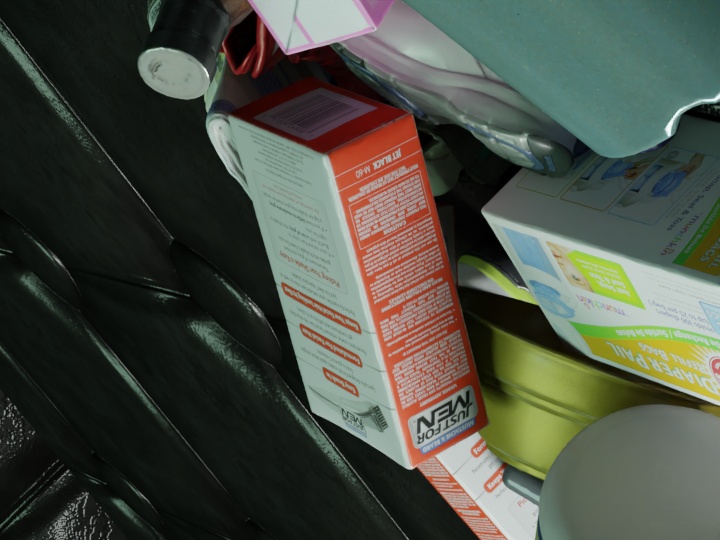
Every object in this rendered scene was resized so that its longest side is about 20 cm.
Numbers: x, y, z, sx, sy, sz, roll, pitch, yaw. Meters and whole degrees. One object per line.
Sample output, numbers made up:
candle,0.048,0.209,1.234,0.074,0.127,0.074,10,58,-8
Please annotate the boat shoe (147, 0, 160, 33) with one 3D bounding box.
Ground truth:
boat shoe,-0.079,-0.139,1.584,0.200,0.071,0.064,52,-164,-44

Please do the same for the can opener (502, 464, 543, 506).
can opener,0.192,0.174,1.583,0.200,0.053,0.066,28,-174,15

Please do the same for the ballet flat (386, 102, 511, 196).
ballet flat,0.039,-0.073,1.437,0.067,0.064,0.200,38,164,-14

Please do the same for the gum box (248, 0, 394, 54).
gum box,-0.045,-0.227,1.185,0.066,0.114,0.200,-11,126,38

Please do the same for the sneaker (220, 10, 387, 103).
sneaker,-0.040,-0.144,1.381,0.078,0.116,0.200,34,159,32

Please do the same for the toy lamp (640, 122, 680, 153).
toy lamp,0.112,-0.140,1.142,0.058,0.058,0.200,26,154,47

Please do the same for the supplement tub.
supplement tub,0.165,0.188,1.304,0.144,0.144,0.200,37,147,26

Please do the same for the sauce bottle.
sauce bottle,-0.074,-0.180,1.244,0.066,0.200,0.066,12,144,9

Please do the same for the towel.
towel,-0.044,-0.097,1.431,0.024,0.200,0.147,-19,125,21

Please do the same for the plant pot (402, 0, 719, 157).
plant pot,0.085,-0.165,0.962,0.196,0.200,0.200,41,164,-14

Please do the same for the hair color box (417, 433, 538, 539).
hair color box,0.113,0.135,1.657,0.200,0.111,0.064,50,162,-11

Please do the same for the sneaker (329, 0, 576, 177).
sneaker,0.056,-0.122,1.267,0.200,0.087,0.074,29,176,35

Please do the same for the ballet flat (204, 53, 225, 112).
ballet flat,-0.059,-0.110,1.533,0.071,0.069,0.200,-9,143,30

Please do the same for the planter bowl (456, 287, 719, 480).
planter bowl,0.130,0.083,1.386,0.200,0.084,0.200,19,-172,-3

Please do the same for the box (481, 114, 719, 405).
box,0.178,-0.007,1.212,0.200,0.101,0.113,20,149,55

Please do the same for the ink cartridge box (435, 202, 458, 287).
ink cartridge box,0.031,0.012,1.485,0.200,0.050,0.109,-171,78,-70

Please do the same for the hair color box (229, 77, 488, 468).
hair color box,0.000,0.000,1.316,0.111,0.064,0.201,26,136,54

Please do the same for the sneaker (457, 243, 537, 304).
sneaker,0.112,0.072,1.566,0.200,0.083,0.072,50,162,-13
